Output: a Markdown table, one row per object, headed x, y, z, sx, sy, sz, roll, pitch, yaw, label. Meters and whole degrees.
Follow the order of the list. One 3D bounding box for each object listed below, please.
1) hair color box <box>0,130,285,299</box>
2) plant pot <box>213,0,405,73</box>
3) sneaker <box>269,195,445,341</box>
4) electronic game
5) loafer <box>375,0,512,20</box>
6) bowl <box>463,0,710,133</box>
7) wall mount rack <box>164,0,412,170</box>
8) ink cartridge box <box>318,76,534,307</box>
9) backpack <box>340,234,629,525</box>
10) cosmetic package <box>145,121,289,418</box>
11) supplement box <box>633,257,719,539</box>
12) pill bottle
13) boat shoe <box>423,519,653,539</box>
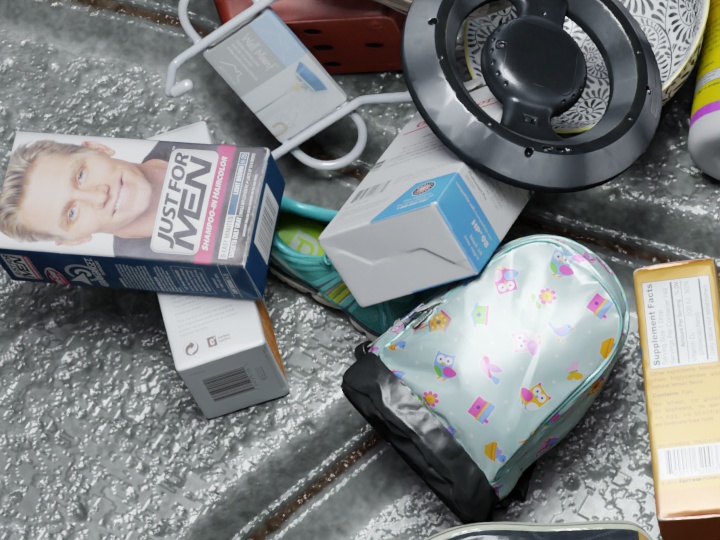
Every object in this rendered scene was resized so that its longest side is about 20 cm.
| x | y | z | sx | sy | sz | roll | pitch | yaw | label |
| --- | --- | --- | --- | --- | --- | --- | --- | --- | --- |
| -0.165 | -0.041 | 1.614 | 0.200 | 0.061 | 0.100 | 4 | 66 | 14 | hair color box |
| -0.030 | -0.259 | 1.741 | 0.200 | 0.200 | 0.176 | -2 | 77 | 10 | plant pot |
| 0.000 | 0.000 | 1.666 | 0.200 | 0.080 | 0.078 | 23 | 71 | 19 | sneaker |
| 0.124 | -0.145 | 1.575 | 0.200 | 0.042 | 0.200 | 8 | 61 | -15 | electronic game |
| 0.047 | -0.222 | 1.622 | 0.200 | 0.063 | 0.072 | 5 | 97 | -29 | loafer |
| 0.189 | -0.181 | 1.698 | 0.201 | 0.094 | 0.201 | -11 | 64 | 24 | bowl |
| -0.043 | -0.147 | 1.648 | 0.174 | 0.200 | 0.075 | -31 | 31 | 20 | wall mount rack |
| 0.068 | -0.067 | 1.610 | 0.116 | 0.067 | 0.200 | -17 | 25 | 40 | ink cartridge box |
| 0.105 | 0.068 | 1.568 | 0.200 | 0.127 | 0.167 | -42 | 87 | -5 | backpack |
| -0.119 | -0.001 | 1.676 | 0.071 | 0.101 | 0.200 | -18 | 64 | 2 | cosmetic package |
| 0.240 | 0.095 | 1.584 | 0.069 | 0.067 | 0.200 | -5 | 63 | 11 | supplement box |
| 0.313 | -0.171 | 1.676 | 0.104 | 0.104 | 0.200 | 5 | 66 | 13 | pill bottle |
| 0.111 | 0.220 | 1.539 | 0.200 | 0.075 | 0.062 | -6 | 32 | 3 | boat shoe |
